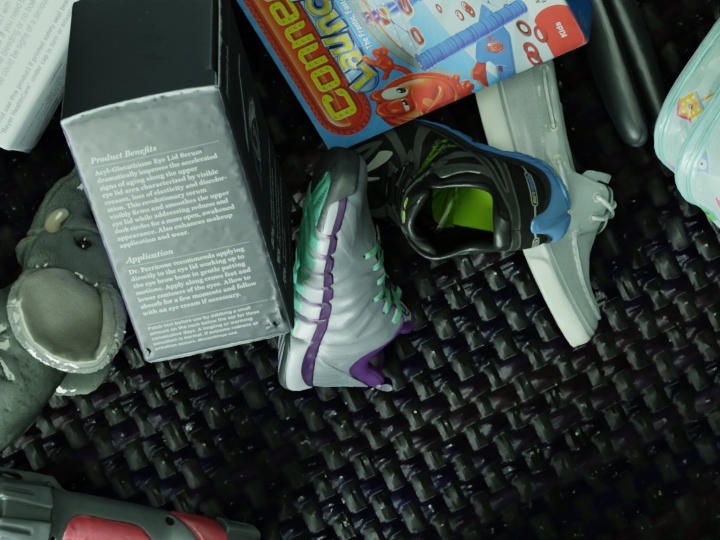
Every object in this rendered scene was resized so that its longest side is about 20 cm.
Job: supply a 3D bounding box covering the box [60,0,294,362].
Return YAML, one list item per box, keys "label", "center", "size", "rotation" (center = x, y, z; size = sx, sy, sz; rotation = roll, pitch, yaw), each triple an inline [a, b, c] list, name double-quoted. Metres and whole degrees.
- label: "box"
  center: [-0.115, -0.068, 1.675]
  size: [0.104, 0.148, 0.201]
  rotation: [-12, 125, 6]

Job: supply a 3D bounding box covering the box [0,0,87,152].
- label: "box"
  center: [-0.269, -0.206, 1.742]
  size: [0.199, 0.105, 0.185]
  rotation: [30, 92, 1]

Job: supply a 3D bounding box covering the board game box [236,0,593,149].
- label: "board game box"
  center: [0.020, -0.201, 1.686]
  size: [0.195, 0.056, 0.200]
  rotation: [-23, 116, 21]

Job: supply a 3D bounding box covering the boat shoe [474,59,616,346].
- label: "boat shoe"
  center: [0.134, -0.052, 1.742]
  size: [0.071, 0.070, 0.202]
  rotation: [-18, 89, 7]

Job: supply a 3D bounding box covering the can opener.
- label: "can opener"
  center: [0.161, -0.180, 1.749]
  size: [0.063, 0.079, 0.201]
  rotation: [-30, 94, -35]

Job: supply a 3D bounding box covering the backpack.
- label: "backpack"
  center: [0.281, -0.092, 1.668]
  size: [0.153, 0.200, 0.176]
  rotation: [37, 96, 17]

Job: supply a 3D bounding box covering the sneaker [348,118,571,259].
- label: "sneaker"
  center: [0.046, -0.052, 1.705]
  size: [0.199, 0.082, 0.071]
  rotation: [16, 118, 44]

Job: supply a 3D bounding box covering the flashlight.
- label: "flashlight"
  center: [-0.162, 0.185, 1.723]
  size: [0.199, 0.068, 0.068]
  rotation: [13, 106, -32]

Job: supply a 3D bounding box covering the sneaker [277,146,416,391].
- label: "sneaker"
  center: [0.000, 0.000, 1.724]
  size: [0.087, 0.075, 0.201]
  rotation: [7, 134, -7]

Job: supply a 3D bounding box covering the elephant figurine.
- label: "elephant figurine"
  center: [-0.211, 0.029, 1.744]
  size: [0.199, 0.142, 0.156]
  rotation: [-25, 122, -10]
